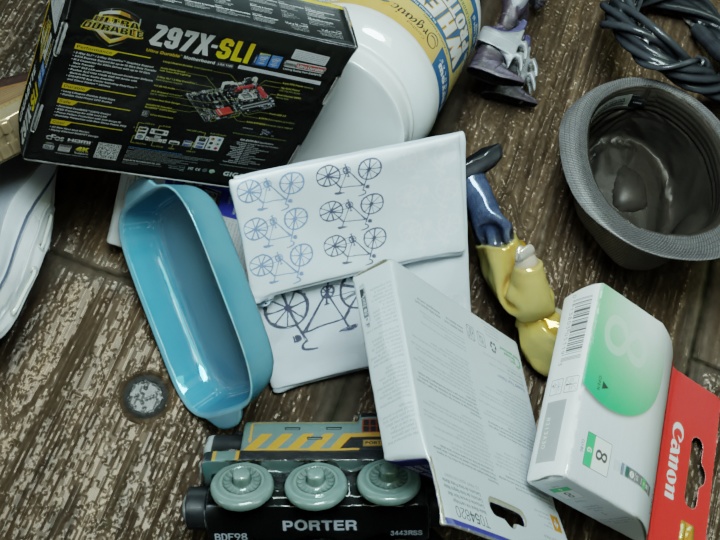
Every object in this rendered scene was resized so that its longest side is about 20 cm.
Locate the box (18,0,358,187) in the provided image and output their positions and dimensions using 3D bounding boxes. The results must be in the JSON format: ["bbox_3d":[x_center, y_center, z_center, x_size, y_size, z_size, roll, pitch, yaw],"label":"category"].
[{"bbox_3d":[-0.124,-0.132,0.749,0.199,0.160,0.050,5,50,-27],"label":"box"}]

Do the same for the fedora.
[{"bbox_3d":[0.250,-0.072,0.949,0.175,0.090,0.201,-1,60,-13],"label":"fedora"}]

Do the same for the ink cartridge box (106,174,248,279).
[{"bbox_3d":[-0.101,-0.043,0.875,0.199,0.037,0.095,17,109,-2],"label":"ink cartridge box"}]

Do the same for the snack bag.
[{"bbox_3d":[0.000,0.000,0.838,0.187,0.201,0.021,-12,29,-13],"label":"snack bag"}]

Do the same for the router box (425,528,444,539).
[{"bbox_3d":[0.006,0.277,0.744,0.199,0.051,0.149,-29,40,-20],"label":"router box"}]

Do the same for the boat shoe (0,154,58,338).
[{"bbox_3d":[-0.280,-0.031,0.849,0.073,0.066,0.201,-6,45,18],"label":"boat shoe"}]

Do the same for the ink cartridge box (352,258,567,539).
[{"bbox_3d":[0.077,0.115,0.785,0.040,0.199,0.201,-28,53,25],"label":"ink cartridge box"}]

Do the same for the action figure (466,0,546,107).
[{"bbox_3d":[0.150,-0.262,0.997,0.069,0.130,0.202,10,82,8],"label":"action figure"}]

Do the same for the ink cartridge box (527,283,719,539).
[{"bbox_3d":[0.229,0.127,0.840,0.199,0.050,0.162,30,60,-23],"label":"ink cartridge box"}]

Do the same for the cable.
[{"bbox_3d":[0.301,-0.217,1.013,0.163,0.051,0.200,41,36,-6],"label":"cable"}]

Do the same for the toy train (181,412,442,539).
[{"bbox_3d":[-0.030,0.159,0.794,0.198,0.086,0.114,-2,29,2],"label":"toy train"}]

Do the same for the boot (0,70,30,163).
[{"bbox_3d":[-0.250,-0.144,0.860,0.199,0.073,0.166,-24,29,-22],"label":"boot"}]

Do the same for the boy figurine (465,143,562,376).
[{"bbox_3d":[0.132,-0.004,0.886,0.064,0.124,0.201,-30,92,-2],"label":"boy figurine"}]

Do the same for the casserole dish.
[{"bbox_3d":[-0.124,0.021,0.820,0.039,0.121,0.201,-22,90,-39],"label":"casserole dish"}]

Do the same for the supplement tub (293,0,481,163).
[{"bbox_3d":[0.010,-0.178,0.893,0.144,0.145,0.201,26,46,1],"label":"supplement tub"}]
